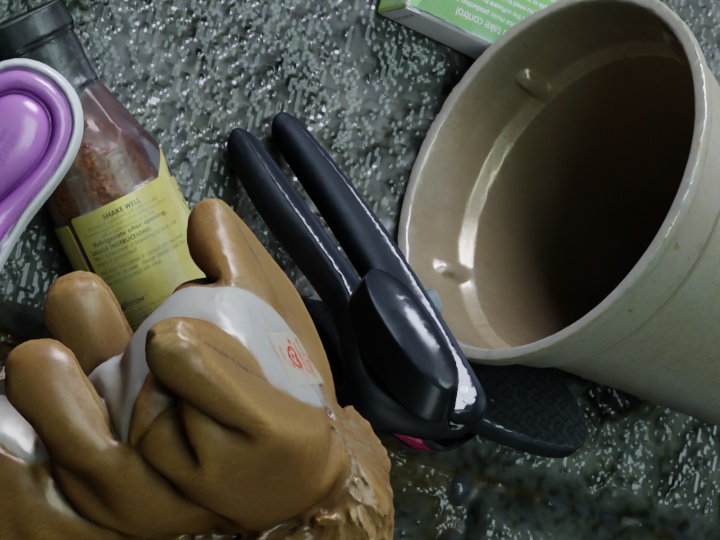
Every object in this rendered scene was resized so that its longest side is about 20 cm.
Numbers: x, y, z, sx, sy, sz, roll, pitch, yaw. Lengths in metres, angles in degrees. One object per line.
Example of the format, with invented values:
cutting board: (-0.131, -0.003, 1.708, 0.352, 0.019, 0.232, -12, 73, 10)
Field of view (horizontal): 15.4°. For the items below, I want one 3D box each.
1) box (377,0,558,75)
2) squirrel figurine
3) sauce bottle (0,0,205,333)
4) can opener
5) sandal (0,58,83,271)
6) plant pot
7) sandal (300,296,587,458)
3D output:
box: (0.099, -0.202, 1.419, 0.144, 0.036, 0.201, 23, 74, -27)
squirrel figurine: (-0.093, 0.098, 1.195, 0.186, 0.142, 0.200, -33, 116, 18)
sauce bottle: (-0.115, -0.031, 1.264, 0.066, 0.066, 0.201, -29, 103, -28)
can opener: (0.000, 0.000, 1.293, 0.063, 0.079, 0.200, -10, 53, -33)
sandal: (-0.197, -0.008, 1.201, 0.082, 0.050, 0.203, 27, 87, -2)
plant pot: (0.153, -0.013, 1.359, 0.183, 0.200, 0.201, 29, 72, -37)
sandal: (0.026, 0.058, 1.346, 0.199, 0.045, 0.075, 14, 42, -29)
